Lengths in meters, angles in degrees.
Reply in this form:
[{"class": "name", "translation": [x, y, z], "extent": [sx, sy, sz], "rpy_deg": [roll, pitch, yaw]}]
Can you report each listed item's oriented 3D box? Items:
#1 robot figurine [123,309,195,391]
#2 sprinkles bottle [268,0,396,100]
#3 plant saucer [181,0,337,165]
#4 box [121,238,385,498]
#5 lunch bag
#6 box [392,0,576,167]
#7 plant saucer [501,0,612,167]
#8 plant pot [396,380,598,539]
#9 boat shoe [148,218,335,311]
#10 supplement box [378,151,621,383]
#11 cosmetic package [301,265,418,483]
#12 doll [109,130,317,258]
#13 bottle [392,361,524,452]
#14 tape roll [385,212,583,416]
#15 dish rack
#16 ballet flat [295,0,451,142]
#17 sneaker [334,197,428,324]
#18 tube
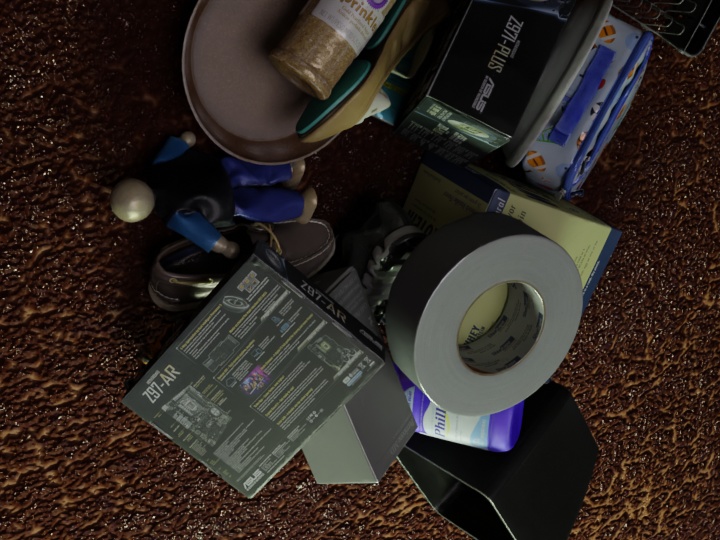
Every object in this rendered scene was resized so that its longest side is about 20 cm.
[{"class": "robot figurine", "translation": [-0.142, 0.108, 1.036], "extent": [0.200, 0.058, 0.145], "rpy_deg": [17, 119, -45]}, {"class": "sprinkles bottle", "translation": [-0.001, -0.254, 0.912], "extent": [0.068, 0.068, 0.200], "rpy_deg": [38, 86, -38]}, {"class": "plant saucer", "translation": [-0.081, -0.201, 0.942], "extent": [0.200, 0.034, 0.201], "rpy_deg": [-14, 116, -29]}, {"class": "box", "translation": [-0.100, 0.096, 0.936], "extent": [0.160, 0.044, 0.200], "rpy_deg": [39, 106, -12]}, {"class": "lunch bag", "translation": [0.246, -0.170, 1.087], "extent": [0.200, 0.075, 0.160], "rpy_deg": [-62, 169, 0]}, {"class": "box", "translation": [0.115, -0.198, 0.940], "extent": [0.086, 0.200, 0.164], "rpy_deg": [26, 85, -5]}, {"class": "plant saucer", "translation": [0.189, -0.205, 1.042], "extent": [0.050, 0.200, 0.201], "rpy_deg": [29, 99, 0]}, {"class": "plant pot", "translation": [0.177, 0.225, 1.232], "extent": [0.177, 0.199, 0.200], "rpy_deg": [-45, 128, -18]}, {"class": "boat shoe", "translation": [-0.113, -0.015, 0.995], "extent": [0.199, 0.072, 0.060], "rpy_deg": [-15, 156, -20]}, {"class": "supplement box", "translation": [0.146, -0.002, 1.123], "extent": [0.199, 0.134, 0.201], "rpy_deg": [13, 106, -35]}, {"class": "cosmetic package", "translation": [-0.025, 0.111, 1.028], "extent": [0.107, 0.090, 0.200], "rpy_deg": [-47, 118, -49]}, {"class": "doll", "translation": [-0.138, -0.070, 0.941], "extent": [0.199, 0.137, 0.048], "rpy_deg": [-5, 156, -35]}, {"class": "bottle", "translation": [0.083, 0.144, 1.128], "extent": [0.065, 0.199, 0.084], "rpy_deg": [-35, 132, -61]}, {"class": "tape roll", "translation": [0.125, 0.045, 1.008], "extent": [0.200, 0.066, 0.201], "rpy_deg": [-12, 118, -24]}, {"class": "dish rack", "translation": [0.340, -0.346, 1.117], "extent": [0.200, 0.055, 0.154], "rpy_deg": [18, 103, -36]}, {"class": "ballet flat", "translation": [0.019, -0.189, 0.947], "extent": [0.063, 0.069, 0.200], "rpy_deg": [38, 87, -28]}, {"class": "sneaker", "translation": [0.000, 0.000, 1.082], "extent": [0.066, 0.091, 0.200], "rpy_deg": [2, 138, -38]}, {"class": "tube", "translation": [0.052, -0.248, 1.004], "extent": [0.077, 0.050, 0.201], "rpy_deg": [16, 100, -43]}]
